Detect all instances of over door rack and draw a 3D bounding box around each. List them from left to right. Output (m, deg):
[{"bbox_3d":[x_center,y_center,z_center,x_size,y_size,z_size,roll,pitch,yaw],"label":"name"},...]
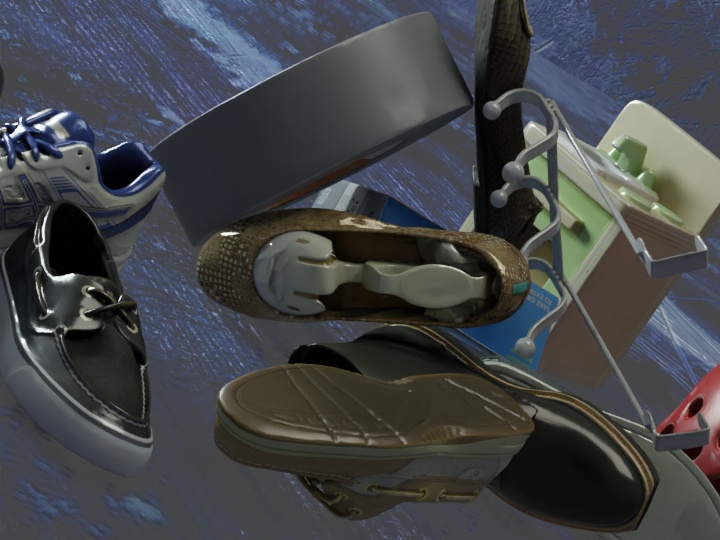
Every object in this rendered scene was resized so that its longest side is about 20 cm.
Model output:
[{"bbox_3d":[0.130,0.001,1.396,0.200,0.066,0.148,50,-25,46],"label":"over door rack"}]

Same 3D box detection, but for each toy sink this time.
[{"bbox_3d":[0.171,-0.034,1.801,0.112,0.200,0.130,20,20,-50],"label":"toy sink"}]

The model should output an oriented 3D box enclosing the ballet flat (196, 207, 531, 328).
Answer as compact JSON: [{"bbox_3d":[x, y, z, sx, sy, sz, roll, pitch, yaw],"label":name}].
[{"bbox_3d":[0.000,0.000,1.369,0.199,0.071,0.065,0,6,4],"label":"ballet flat"}]

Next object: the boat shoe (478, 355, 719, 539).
[{"bbox_3d":[0.142,0.116,1.457,0.199,0.073,0.062,32,3,-6],"label":"boat shoe"}]

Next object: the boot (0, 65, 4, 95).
[{"bbox_3d":[-0.287,-0.138,1.219,0.200,0.077,0.168,32,3,5],"label":"boot"}]

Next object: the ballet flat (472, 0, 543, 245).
[{"bbox_3d":[0.095,-0.100,1.475,0.046,0.201,0.067,-1,33,0],"label":"ballet flat"}]

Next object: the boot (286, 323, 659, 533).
[{"bbox_3d":[0.060,0.097,1.341,0.199,0.078,0.138,25,12,24],"label":"boot"}]

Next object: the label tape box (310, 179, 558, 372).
[{"bbox_3d":[0.051,0.006,1.551,0.143,0.066,0.200,30,-4,-19],"label":"label tape box"}]

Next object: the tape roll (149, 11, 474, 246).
[{"bbox_3d":[-0.031,-0.087,1.461,0.066,0.200,0.200,63,15,1],"label":"tape roll"}]

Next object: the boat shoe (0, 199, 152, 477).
[{"bbox_3d":[-0.134,0.026,1.109,0.068,0.057,0.200,27,14,-30],"label":"boat shoe"}]

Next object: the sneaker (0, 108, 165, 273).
[{"bbox_3d":[-0.184,-0.052,1.207,0.075,0.088,0.200,44,17,32],"label":"sneaker"}]

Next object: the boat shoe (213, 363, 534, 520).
[{"bbox_3d":[0.004,0.094,1.194,0.199,0.067,0.074,6,29,-40],"label":"boat shoe"}]

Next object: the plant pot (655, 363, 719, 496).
[{"bbox_3d":[0.303,0.130,1.578,0.200,0.183,0.200,32,11,-7],"label":"plant pot"}]
